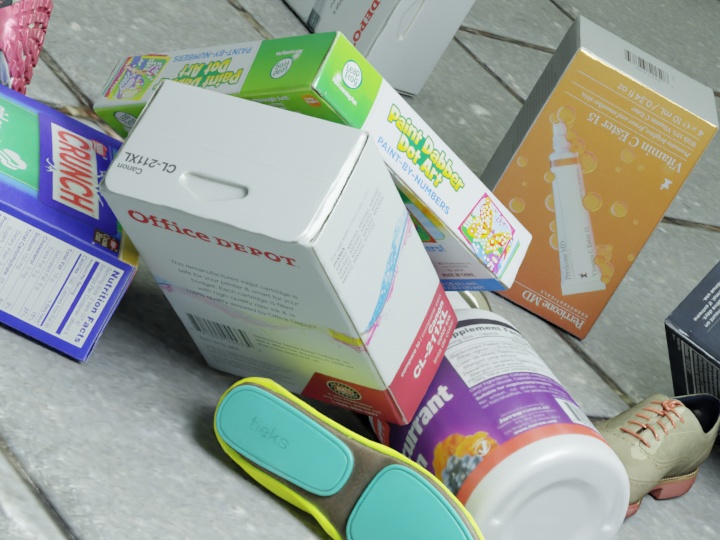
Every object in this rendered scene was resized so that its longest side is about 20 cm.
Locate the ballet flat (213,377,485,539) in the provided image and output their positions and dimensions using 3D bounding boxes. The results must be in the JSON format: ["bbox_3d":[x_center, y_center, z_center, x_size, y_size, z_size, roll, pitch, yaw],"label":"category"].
[{"bbox_3d":[0.002,0.129,1.483,0.200,0.067,0.067,36,-1,18],"label":"ballet flat"}]

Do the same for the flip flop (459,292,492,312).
[{"bbox_3d":[0.000,0.000,1.773,0.200,0.081,0.058,36,34,-2],"label":"flip flop"}]

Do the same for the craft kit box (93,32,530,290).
[{"bbox_3d":[-0.030,-0.059,1.558,0.199,0.049,0.197,-1,-33,46],"label":"craft kit box"}]

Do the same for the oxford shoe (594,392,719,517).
[{"bbox_3d":[0.184,0.114,1.746,0.070,0.075,0.200,38,21,20],"label":"oxford shoe"}]

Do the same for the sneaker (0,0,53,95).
[{"bbox_3d":[-0.250,-0.142,1.682,0.074,0.081,0.200,19,-9,-14],"label":"sneaker"}]

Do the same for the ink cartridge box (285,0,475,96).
[{"bbox_3d":[0.012,-0.270,2.302,0.083,0.147,0.200,14,27,-41],"label":"ink cartridge box"}]

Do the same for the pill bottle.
[{"bbox_3d":[0.071,0.094,1.582,0.111,0.112,0.200,15,25,-36],"label":"pill bottle"}]

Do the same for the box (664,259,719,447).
[{"bbox_3d":[0.331,0.089,1.835,0.198,0.123,0.200,41,-10,21],"label":"box"}]

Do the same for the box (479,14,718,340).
[{"bbox_3d":[0.168,-0.071,1.976,0.124,0.201,0.098,28,20,-6],"label":"box"}]

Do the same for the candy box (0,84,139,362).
[{"bbox_3d":[-0.230,-0.051,1.542,0.199,0.077,0.169,27,21,-15],"label":"candy box"}]

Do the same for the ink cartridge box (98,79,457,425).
[{"bbox_3d":[-0.043,-0.009,1.499,0.145,0.083,0.200,16,-26,27],"label":"ink cartridge box"}]
